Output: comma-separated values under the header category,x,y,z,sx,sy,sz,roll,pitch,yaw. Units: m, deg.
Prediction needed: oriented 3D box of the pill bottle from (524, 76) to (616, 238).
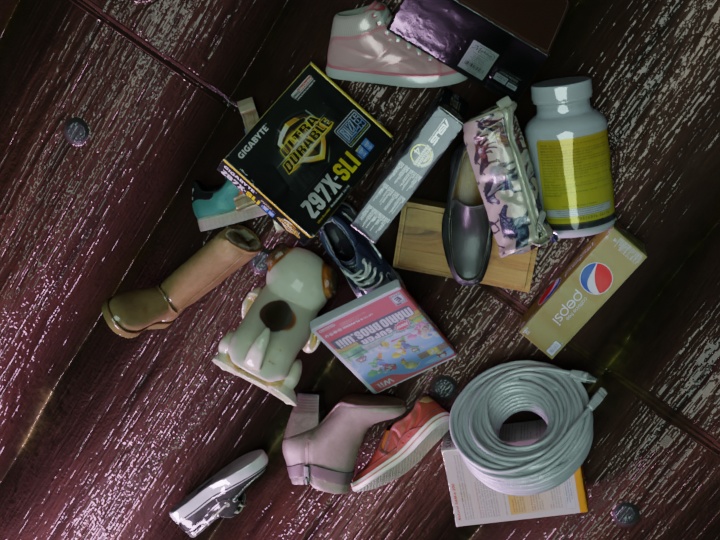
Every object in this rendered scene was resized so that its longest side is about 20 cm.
category,x,y,z,sx,sy,sz,roll,pitch,yaw
pill bottle,0.279,-0.152,1.596,0.111,0.112,0.202,-6,105,11

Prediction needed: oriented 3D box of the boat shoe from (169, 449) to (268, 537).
category,x,y,z,sx,sy,sz,roll,pitch,yaw
boat shoe,-0.207,0.346,1.845,0.199,0.071,0.064,-37,97,25

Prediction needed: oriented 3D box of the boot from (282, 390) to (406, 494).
category,x,y,z,sx,sy,sz,roll,pitch,yaw
boot,-0.025,0.259,1.777,0.198,0.070,0.148,3,95,26

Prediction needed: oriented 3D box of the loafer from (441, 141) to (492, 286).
category,x,y,z,sx,sy,sz,roll,pitch,yaw
loafer,0.146,-0.081,1.626,0.072,0.072,0.203,-2,85,4

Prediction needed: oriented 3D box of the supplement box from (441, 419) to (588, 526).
category,x,y,z,sx,sy,sz,roll,pitch,yaw
supplement box,0.227,0.295,1.753,0.198,0.074,0.127,-8,105,11

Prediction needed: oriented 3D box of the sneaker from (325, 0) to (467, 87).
category,x,y,z,sx,sy,sz,roll,pitch,yaw
sneaker,0.050,-0.307,1.608,0.198,0.075,0.106,7,112,12

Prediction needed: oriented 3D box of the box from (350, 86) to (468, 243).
category,x,y,z,sx,sy,sz,roll,pitch,yaw
box,0.068,-0.145,1.608,0.049,0.161,0.201,36,107,-2

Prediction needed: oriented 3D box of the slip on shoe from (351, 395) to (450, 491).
category,x,y,z,sx,sy,sz,roll,pitch,yaw
slip on shoe,0.055,0.263,1.783,0.200,0.074,0.061,-47,61,23

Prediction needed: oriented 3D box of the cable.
category,x,y,z,sx,sy,sz,roll,pitch,yaw
cable,0.228,0.217,1.677,0.199,0.201,0.070,19,151,31

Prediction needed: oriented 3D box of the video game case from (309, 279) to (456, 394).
category,x,y,z,sx,sy,sz,roll,pitch,yaw
video game case,0.035,0.098,1.695,0.142,0.018,0.200,-26,139,14

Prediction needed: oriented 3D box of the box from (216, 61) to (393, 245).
category,x,y,z,sx,sy,sz,roll,pitch,yaw
box,-0.073,-0.159,1.625,0.160,0.049,0.200,42,65,-6

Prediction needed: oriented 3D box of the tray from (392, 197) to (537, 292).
category,x,y,z,sx,sy,sz,roll,pitch,yaw
tray,0.151,-0.037,1.691,0.198,0.037,0.100,11,107,7

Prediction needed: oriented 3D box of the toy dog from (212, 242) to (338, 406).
category,x,y,z,sx,sy,sz,roll,pitch,yaw
toy dog,-0.117,0.061,1.694,0.138,0.194,0.201,23,75,16

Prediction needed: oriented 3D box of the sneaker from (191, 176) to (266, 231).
category,x,y,z,sx,sy,sz,roll,pitch,yaw
sneaker,-0.149,-0.119,1.698,0.198,0.071,0.081,-16,98,8

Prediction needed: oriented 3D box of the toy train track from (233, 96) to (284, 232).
category,x,y,z,sx,sy,sz,roll,pitch,yaw
toy train track,-0.135,-0.152,1.659,0.114,0.033,0.202,-18,74,0

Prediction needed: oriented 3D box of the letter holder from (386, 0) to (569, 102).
category,x,y,z,sx,sy,sz,roll,pitch,yaw
letter holder,0.159,-0.342,1.579,0.199,0.143,0.101,30,140,-3

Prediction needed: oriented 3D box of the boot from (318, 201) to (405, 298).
category,x,y,z,sx,sy,sz,roll,pitch,yaw
boot,0.000,0.000,1.695,0.072,0.090,0.201,-31,102,16

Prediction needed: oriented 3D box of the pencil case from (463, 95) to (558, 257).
category,x,y,z,sx,sy,sz,roll,pitch,yaw
pencil case,0.195,-0.122,1.562,0.089,0.077,0.202,-13,95,53

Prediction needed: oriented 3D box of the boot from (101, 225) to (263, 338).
category,x,y,z,sx,sy,sz,roll,pitch,yaw
boot,-0.256,0.010,1.707,0.199,0.175,0.066,-37,82,20

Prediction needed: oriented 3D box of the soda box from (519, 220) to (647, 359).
category,x,y,z,sx,sy,sz,roll,pitch,yaw
soda box,0.310,0.024,1.665,0.064,0.068,0.200,39,108,-3
